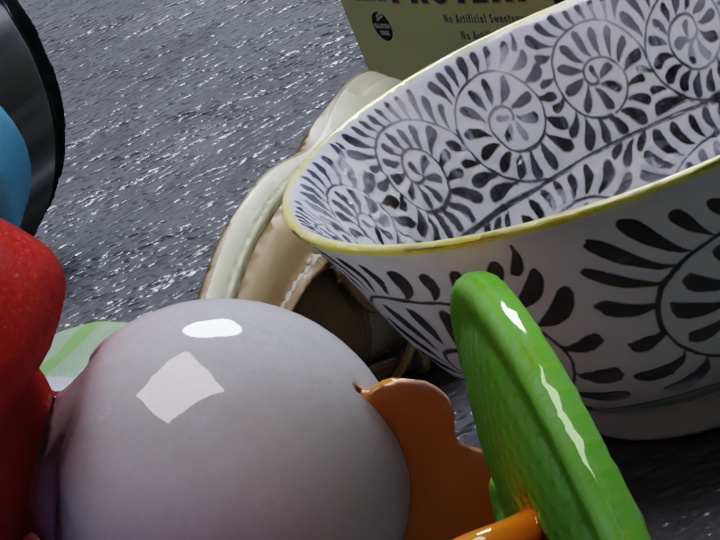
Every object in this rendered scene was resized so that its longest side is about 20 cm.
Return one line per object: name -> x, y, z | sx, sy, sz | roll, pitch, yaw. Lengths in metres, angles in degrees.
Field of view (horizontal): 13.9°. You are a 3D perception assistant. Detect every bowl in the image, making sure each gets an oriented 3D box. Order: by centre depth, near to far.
bowl -> 0.087, -0.014, 0.828 | 0.201, 0.094, 0.201 | -21, 17, 7

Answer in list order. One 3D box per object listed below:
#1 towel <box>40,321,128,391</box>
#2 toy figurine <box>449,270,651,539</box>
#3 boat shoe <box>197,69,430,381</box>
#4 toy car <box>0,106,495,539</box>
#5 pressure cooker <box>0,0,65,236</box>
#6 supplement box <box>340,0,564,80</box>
towel -> -0.116, 0.064, 0.959 | 0.149, 0.031, 0.200 | -7, 24, 40
toy figurine -> -0.033, 0.105, 0.560 | 0.184, 0.150, 0.200 | -22, -5, -4
boat shoe -> 0.000, 0.000, 0.934 | 0.066, 0.074, 0.200 | 14, 39, 14
toy car -> -0.061, 0.067, 0.751 | 0.200, 0.177, 0.184 | 8, 36, 1
pressure cooker -> -0.231, -0.034, 1.155 | 0.176, 0.179, 0.200 | -37, 4, 41
supplement box -> 0.091, -0.170, 1.098 | 0.200, 0.200, 0.134 | -33, 21, -28
